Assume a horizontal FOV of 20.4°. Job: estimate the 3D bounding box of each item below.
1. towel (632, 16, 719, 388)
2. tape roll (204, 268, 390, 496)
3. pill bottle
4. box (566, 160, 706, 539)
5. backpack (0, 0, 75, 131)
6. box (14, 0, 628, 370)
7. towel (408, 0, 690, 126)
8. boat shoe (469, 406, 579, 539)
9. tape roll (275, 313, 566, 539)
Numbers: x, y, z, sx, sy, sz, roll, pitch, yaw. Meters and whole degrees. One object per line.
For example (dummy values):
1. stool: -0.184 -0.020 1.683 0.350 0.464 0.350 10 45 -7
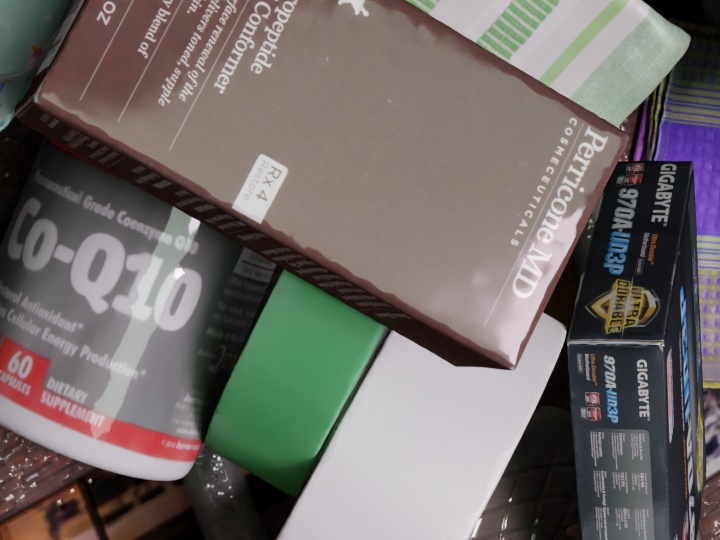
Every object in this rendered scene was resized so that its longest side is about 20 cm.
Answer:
1. towel: 0.205 -0.030 1.103 0.143 0.023 0.202 6 95 -32
2. tape roll: 0.000 0.000 0.874 0.048 0.200 0.201 29 81 2
3. pill bottle: -0.089 -0.022 0.857 0.113 0.114 0.201 21 93 -32
4. box: 0.138 0.070 0.980 0.159 0.046 0.201 -67 154 -55
5. backpack: -0.167 -0.172 0.777 0.175 0.153 0.201 34 72 -26
6. box: -0.015 -0.052 0.729 0.199 0.075 0.101 29 83 -14
7. towel: 0.042 -0.100 0.950 0.199 0.023 0.153 29 113 -32
8. boat shoe: 0.055 0.159 1.012 0.074 0.073 0.201 32 77 -26
9. tape roll: 0.015 0.097 0.901 0.070 0.202 0.203 29 81 2
